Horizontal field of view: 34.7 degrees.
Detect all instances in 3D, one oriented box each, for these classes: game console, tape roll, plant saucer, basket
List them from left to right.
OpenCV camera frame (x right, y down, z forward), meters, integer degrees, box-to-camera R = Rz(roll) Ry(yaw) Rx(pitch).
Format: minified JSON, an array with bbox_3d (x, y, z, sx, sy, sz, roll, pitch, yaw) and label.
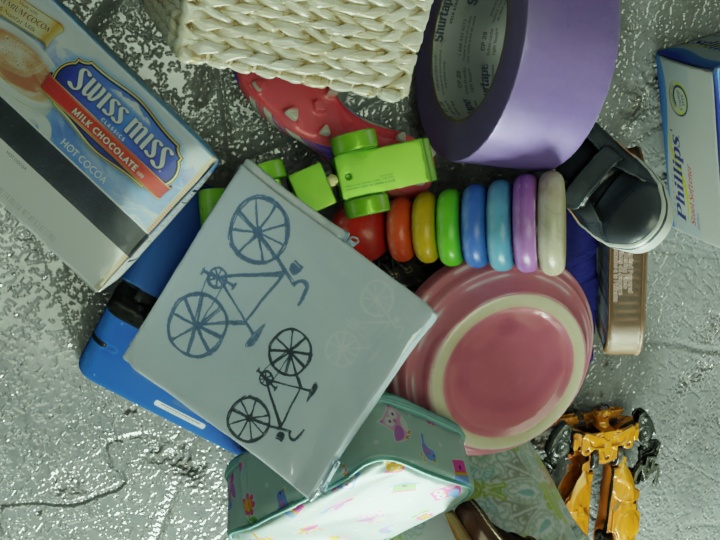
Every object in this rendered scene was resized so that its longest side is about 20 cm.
[{"bbox_3d":[-0.116,0.049,0.995,0.198,0.119,0.171,29,135,-10],"label":"game console"},{"bbox_3d":[-0.056,-0.240,0.866,0.195,0.200,0.163,7,111,-22],"label":"basket"},{"bbox_3d":[0.122,0.081,1.022,0.197,0.051,0.203,-7,114,-15],"label":"plant saucer"},{"bbox_3d":[0.122,-0.186,0.944,0.084,0.200,0.203,4,106,-22],"label":"tape roll"}]

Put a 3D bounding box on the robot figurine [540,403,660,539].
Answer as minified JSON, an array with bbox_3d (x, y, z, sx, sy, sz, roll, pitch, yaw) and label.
[{"bbox_3d":[0.240,0.229,1.204,0.143,0.058,0.203,-5,110,-19],"label":"robot figurine"}]

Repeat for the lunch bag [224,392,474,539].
[{"bbox_3d":[-0.011,0.182,0.984,0.199,0.078,0.159,-32,143,30],"label":"lunch bag"}]

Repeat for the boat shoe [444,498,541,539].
[{"bbox_3d":[0.143,0.269,1.010,0.070,0.071,0.201,-33,116,0],"label":"boat shoe"}]

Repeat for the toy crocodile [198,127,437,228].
[{"bbox_3d":[-0.035,-0.066,0.931,0.197,0.062,0.068,-18,93,-5],"label":"toy crocodile"}]

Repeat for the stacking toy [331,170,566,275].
[{"bbox_3d":[0.071,-0.038,0.964,0.197,0.085,0.087,0,110,12],"label":"stacking toy"}]

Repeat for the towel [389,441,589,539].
[{"bbox_3d":[0.104,0.244,1.107,0.198,0.172,0.048,-21,151,-15],"label":"towel"}]

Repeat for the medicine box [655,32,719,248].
[{"bbox_3d":[0.401,-0.141,1.119,0.197,0.103,0.185,-18,113,-15],"label":"medicine box"}]

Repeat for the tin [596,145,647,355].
[{"bbox_3d":[0.246,-0.017,1.098,0.041,0.112,0.203,0,109,8],"label":"tin"}]

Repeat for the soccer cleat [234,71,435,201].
[{"bbox_3d":[-0.027,-0.118,0.990,0.198,0.076,0.067,29,63,-12],"label":"soccer cleat"}]

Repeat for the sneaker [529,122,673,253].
[{"bbox_3d":[0.187,-0.093,0.996,0.079,0.201,0.079,22,114,-41],"label":"sneaker"}]

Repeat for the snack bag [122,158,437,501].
[{"bbox_3d":[-0.061,0.047,0.891,0.199,0.021,0.190,35,99,8],"label":"snack bag"}]

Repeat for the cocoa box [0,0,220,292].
[{"bbox_3d":[-0.216,-0.103,0.854,0.200,0.133,0.131,44,89,-8],"label":"cocoa box"}]

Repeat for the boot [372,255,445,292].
[{"bbox_3d":[0.000,0.000,1.033,0.172,0.069,0.202,24,97,-24],"label":"boot"}]

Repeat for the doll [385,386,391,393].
[{"bbox_3d":[0.018,0.146,1.080,0.198,0.049,0.137,-24,142,-2],"label":"doll"}]

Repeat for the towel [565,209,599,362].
[{"bbox_3d":[0.164,0.017,1.088,0.146,0.049,0.203,-20,119,-32],"label":"towel"}]
